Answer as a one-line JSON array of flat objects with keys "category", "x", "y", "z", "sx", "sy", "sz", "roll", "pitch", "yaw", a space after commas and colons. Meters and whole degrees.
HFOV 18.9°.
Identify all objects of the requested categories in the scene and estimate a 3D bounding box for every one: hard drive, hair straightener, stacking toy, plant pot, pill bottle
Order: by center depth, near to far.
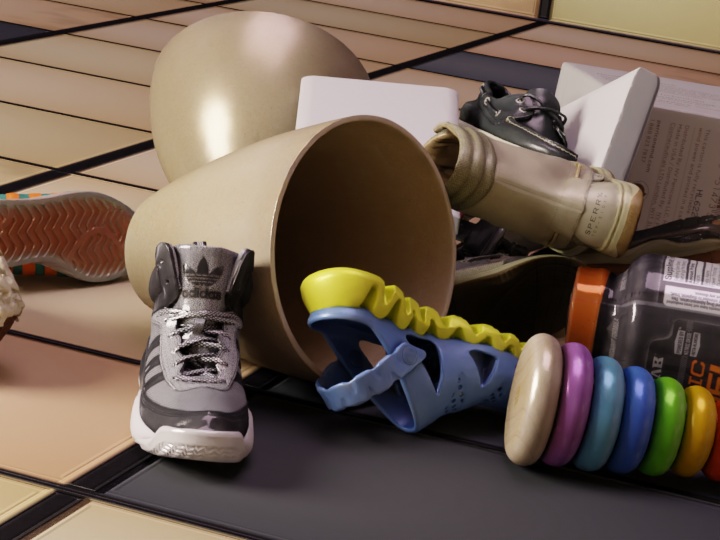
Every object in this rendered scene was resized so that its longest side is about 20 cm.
[{"category": "stacking toy", "x": 0.197, "y": 0.100, "z": 1.386, "sx": 0.199, "sy": 0.086, "sz": 0.085, "roll": 11, "pitch": 14, "yaw": -4}, {"category": "plant pot", "x": -0.067, "y": -0.012, "z": 1.528, "sx": 0.200, "sy": 0.188, "sz": 0.187, "roll": 0, "pitch": 5, "yaw": 43}, {"category": "pill bottle", "x": 0.247, "y": 0.047, "z": 1.555, "sx": 0.199, "sy": 0.107, "sz": 0.106, "roll": 9, "pitch": 14, "yaw": 7}, {"category": "hard drive", "x": 0.012, "y": -0.092, "z": 1.718, "sx": 0.131, "sy": 0.025, "sz": 0.200, "roll": 5, "pitch": 33, "yaw": -1}, {"category": "hair straightener", "x": 0.096, "y": -0.020, "z": 1.772, "sx": 0.077, "sy": 0.041, "sz": 0.200, "roll": 34, "pitch": -6, "yaw": -2}, {"category": "hard drive", "x": 0.175, "y": -0.085, "z": 1.801, "sx": 0.027, "sy": 0.132, "sz": 0.200, "roll": 25, "pitch": -17, "yaw": -14}, {"category": "plant pot", "x": -0.092, "y": -0.105, "z": 1.866, "sx": 0.199, "sy": 0.201, "sz": 0.135, "roll": 8, "pitch": 47, "yaw": 0}]

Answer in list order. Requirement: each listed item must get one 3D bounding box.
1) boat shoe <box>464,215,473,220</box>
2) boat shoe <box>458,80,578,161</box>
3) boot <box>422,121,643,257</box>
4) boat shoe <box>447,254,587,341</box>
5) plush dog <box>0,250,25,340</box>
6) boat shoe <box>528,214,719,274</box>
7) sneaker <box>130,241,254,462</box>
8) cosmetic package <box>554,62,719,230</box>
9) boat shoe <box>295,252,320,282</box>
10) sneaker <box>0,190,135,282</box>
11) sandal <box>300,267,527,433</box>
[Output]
[{"category": "boat shoe", "x": 0.065, "y": -0.089, "z": 1.845, "sx": 0.075, "sy": 0.062, "sz": 0.200, "roll": 44, "pitch": 12, "yaw": 23}, {"category": "boat shoe", "x": 0.137, "y": -0.121, "z": 1.792, "sx": 0.074, "sy": 0.066, "sz": 0.199, "roll": 30, "pitch": 1, "yaw": -17}, {"category": "boot", "x": 0.112, "y": -0.062, "z": 1.616, "sx": 0.154, "sy": 0.072, "sz": 0.200, "roll": 17, "pitch": 2, "yaw": -11}, {"category": "boat shoe", "x": 0.095, "y": 0.018, "z": 1.660, "sx": 0.200, "sy": 0.072, "sz": 0.066, "roll": -12, "pitch": 29, "yaw": -43}, {"category": "plush dog", "x": -0.336, "y": -0.011, "z": 1.443, "sx": 0.171, "sy": 0.161, "sz": 0.200, "roll": -24, "pitch": 21, "yaw": -13}, {"category": "boat shoe", "x": 0.213, "y": 0.007, "z": 1.761, "sx": 0.199, "sy": 0.074, "sz": 0.076, "roll": -9, "pitch": 11, "yaw": 36}, {"category": "sneaker", "x": -0.103, "y": 0.044, "z": 1.356, "sx": 0.075, "sy": 0.114, "sz": 0.200, "roll": 5, "pitch": 14, "yaw": -10}, {"category": "cosmetic package", "x": 0.264, "y": -0.077, "z": 1.915, "sx": 0.166, "sy": 0.168, "sz": 0.200, "roll": 8, "pitch": 13, "yaw": -13}, {"category": "boat shoe", "x": 0.000, "y": 0.000, "z": 1.697, "sx": 0.056, "sy": 0.069, "sz": 0.200, "roll": 18, "pitch": 10, "yaw": 32}, {"category": "sneaker", "x": -0.258, "y": -0.030, "z": 1.658, "sx": 0.080, "sy": 0.072, "sz": 0.200, "roll": 8, "pitch": 3, "yaw": 44}, {"category": "sandal", "x": 0.039, "y": 0.069, "z": 1.429, "sx": 0.199, "sy": 0.087, "sz": 0.079, "roll": 20, "pitch": -21, "yaw": -29}]
